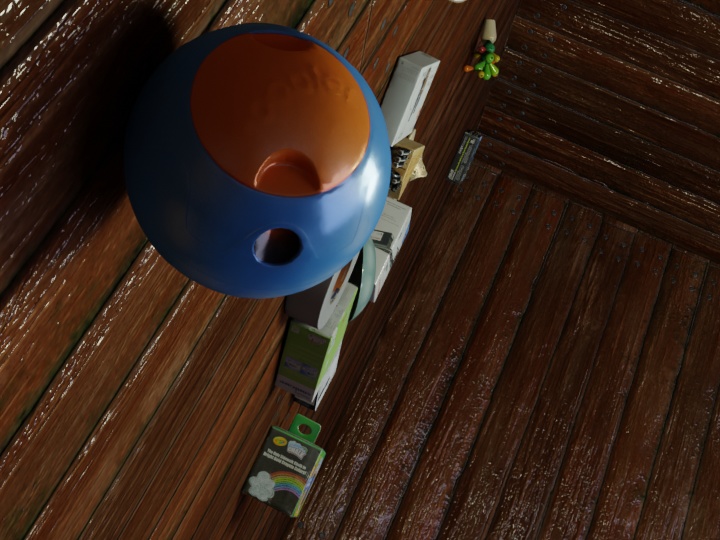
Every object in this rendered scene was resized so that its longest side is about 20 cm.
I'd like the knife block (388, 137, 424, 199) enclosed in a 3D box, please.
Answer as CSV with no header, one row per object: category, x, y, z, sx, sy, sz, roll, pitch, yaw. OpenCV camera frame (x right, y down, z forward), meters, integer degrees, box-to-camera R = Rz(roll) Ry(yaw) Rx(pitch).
knife block,0.079,-0.237,2.035,0.176,0.063,0.201,104,12,-59

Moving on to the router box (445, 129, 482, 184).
router box,0.405,-0.443,3.914,0.150,0.062,0.202,-41,154,-72

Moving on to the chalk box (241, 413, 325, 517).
chalk box,-0.153,0.413,2.163,0.124,0.124,0.201,87,29,-75

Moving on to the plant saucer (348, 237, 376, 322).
plant saucer,0.000,0.000,1.955,0.201,0.038,0.203,-176,-90,-79

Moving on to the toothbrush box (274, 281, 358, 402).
toothbrush box,-0.083,0.124,1.890,0.201,0.085,0.146,105,9,-47

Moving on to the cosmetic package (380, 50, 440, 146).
cosmetic package,0.084,-0.320,1.857,0.152,0.051,0.200,-66,174,20

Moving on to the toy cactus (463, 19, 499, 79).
toy cactus,0.352,-0.626,2.854,0.200,0.101,0.167,-25,120,-76

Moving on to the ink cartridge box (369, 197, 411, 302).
ink cartridge box,0.037,-0.047,2.262,0.145,0.084,0.201,91,24,-72

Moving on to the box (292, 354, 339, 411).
box,-0.094,0.211,2.210,0.201,0.060,0.117,103,12,-57

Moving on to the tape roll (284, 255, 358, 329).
tape roll,-0.059,-0.003,1.734,0.200,0.066,0.202,25,90,-83

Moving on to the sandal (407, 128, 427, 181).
sandal,0.122,-0.230,2.368,0.078,0.069,0.213,-55,167,-59

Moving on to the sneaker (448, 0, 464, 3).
sneaker,0.205,-0.571,1.868,0.200,0.070,0.109,-51,165,-57

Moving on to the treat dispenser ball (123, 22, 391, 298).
treat dispenser ball,-0.076,-0.080,0.752,0.201,0.199,0.203,24,90,-83
